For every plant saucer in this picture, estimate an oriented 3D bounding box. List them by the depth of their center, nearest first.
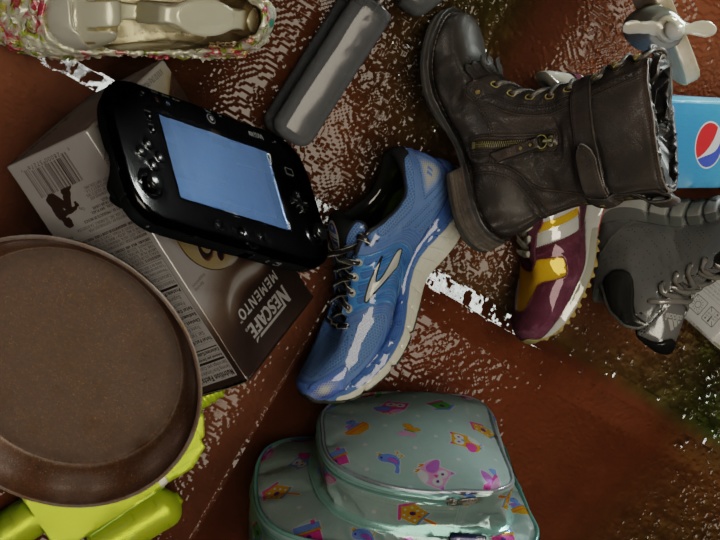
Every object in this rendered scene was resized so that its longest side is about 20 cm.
[{"bbox_3d":[-0.198,0.063,1.167,0.200,0.034,0.200,4,114,9],"label":"plant saucer"}]

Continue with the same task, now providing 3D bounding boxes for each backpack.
[{"bbox_3d":[0.017,0.176,1.247,0.200,0.176,0.153,-6,116,-4],"label":"backpack"}]

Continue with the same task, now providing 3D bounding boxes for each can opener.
[{"bbox_3d":[0.007,-0.171,1.254,0.066,0.053,0.200,37,88,-19],"label":"can opener"}]

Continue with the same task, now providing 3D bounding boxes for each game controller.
[{"bbox_3d":[-0.094,-0.060,1.157,0.200,0.042,0.104,16,59,-52],"label":"game controller"}]

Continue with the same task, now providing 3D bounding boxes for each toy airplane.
[{"bbox_3d":[0.177,-0.246,1.220,0.200,0.199,0.141,40,57,22],"label":"toy airplane"}]

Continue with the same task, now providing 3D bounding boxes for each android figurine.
[{"bbox_3d":[-0.193,0.116,1.250,0.200,0.041,0.182,-30,106,-8],"label":"android figurine"}]

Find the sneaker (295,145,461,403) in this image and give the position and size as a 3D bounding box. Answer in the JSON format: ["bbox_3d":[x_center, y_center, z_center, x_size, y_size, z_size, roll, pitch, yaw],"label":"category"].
[{"bbox_3d":[0.000,0.000,1.263,0.089,0.079,0.200,31,81,-33],"label":"sneaker"}]

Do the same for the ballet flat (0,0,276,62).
[{"bbox_3d":[-0.152,-0.177,1.201,0.200,0.064,0.076,-4,101,-15],"label":"ballet flat"}]

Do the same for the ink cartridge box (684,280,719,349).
[{"bbox_3d":[0.337,-0.019,1.335,0.200,0.050,0.109,-51,142,9],"label":"ink cartridge box"}]

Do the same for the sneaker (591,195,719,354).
[{"bbox_3d":[0.249,0.007,1.279,0.075,0.200,0.116,18,80,-42],"label":"sneaker"}]

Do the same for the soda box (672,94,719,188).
[{"bbox_3d":[0.246,-0.095,1.287,0.200,0.068,0.064,-2,100,-44],"label":"soda box"}]

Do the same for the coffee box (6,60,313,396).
[{"bbox_3d":[-0.131,-0.024,1.196,0.080,0.113,0.200,-20,111,33],"label":"coffee box"}]

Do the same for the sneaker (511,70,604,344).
[{"bbox_3d":[0.133,-0.048,1.304,0.090,0.075,0.200,21,84,-21],"label":"sneaker"}]

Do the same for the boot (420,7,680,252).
[{"bbox_3d":[0.137,-0.115,1.220,0.069,0.174,0.200,10,64,-51],"label":"boot"}]
